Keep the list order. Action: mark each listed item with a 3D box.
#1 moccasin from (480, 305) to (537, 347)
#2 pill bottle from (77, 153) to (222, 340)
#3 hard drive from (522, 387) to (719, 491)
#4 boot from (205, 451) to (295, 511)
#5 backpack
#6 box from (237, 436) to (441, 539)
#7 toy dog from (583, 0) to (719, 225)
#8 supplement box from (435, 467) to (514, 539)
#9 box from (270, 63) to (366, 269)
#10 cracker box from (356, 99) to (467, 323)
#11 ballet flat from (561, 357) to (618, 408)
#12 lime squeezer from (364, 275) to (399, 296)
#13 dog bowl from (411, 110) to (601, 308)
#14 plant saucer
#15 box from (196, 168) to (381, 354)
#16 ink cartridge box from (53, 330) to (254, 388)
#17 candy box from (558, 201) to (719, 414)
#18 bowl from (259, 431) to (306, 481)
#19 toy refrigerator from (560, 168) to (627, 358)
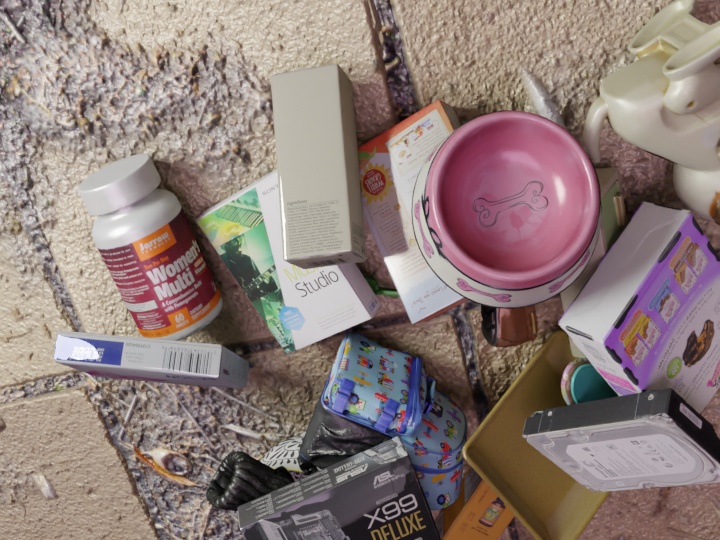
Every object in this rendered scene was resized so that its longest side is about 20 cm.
[{"bbox_3d":[0.175,-0.014,1.106,0.076,0.074,0.205,-9,99,-13],"label":"moccasin"},{"bbox_3d":[-0.246,-0.025,1.139,0.108,0.110,0.203,-15,114,14],"label":"pill bottle"},{"bbox_3d":[0.295,0.193,1.074,0.139,0.038,0.199,39,146,-25],"label":"hard drive"},{"bbox_3d":[-0.116,0.291,1.159,0.156,0.080,0.212,20,137,-15],"label":"boot"},{"bbox_3d":[0.043,0.185,1.163,0.197,0.183,0.136,23,114,2],"label":"backpack"},{"bbox_3d":[-0.016,0.296,1.071,0.197,0.050,0.160,-22,109,-5],"label":"box"},{"bbox_3d":[0.343,-0.137,0.982,0.194,0.140,0.200,-42,114,3],"label":"toy dog"},{"bbox_3d":[0.158,0.314,1.282,0.066,0.069,0.202,25,119,-7],"label":"supplement box"},{"bbox_3d":[-0.044,-0.108,1.036,0.081,0.068,0.204,-6,80,14],"label":"box"},{"bbox_3d":[0.078,-0.062,1.059,0.133,0.058,0.203,-27,80,20],"label":"cracker box"},{"bbox_3d":[0.288,0.142,1.145,0.198,0.071,0.070,18,95,-34],"label":"ballet flat"},{"bbox_3d":[0.000,0.000,1.168,0.198,0.038,0.071,33,85,-8],"label":"lime squeezer"},{"bbox_3d":[0.149,-0.067,0.971,0.196,0.074,0.204,0,81,1],"label":"dog bowl"},{"bbox_3d":[0.229,0.209,1.184,0.200,0.048,0.200,-47,107,-18],"label":"plant saucer"},{"bbox_3d":[-0.085,-0.010,1.138,0.143,0.036,0.202,-24,105,35],"label":"box"},{"bbox_3d":[-0.239,0.114,1.168,0.192,0.200,0.044,4,77,6],"label":"ink cartridge box"},{"bbox_3d":[0.329,0.058,1.055,0.169,0.071,0.200,-52,123,-11],"label":"candy box"},{"bbox_3d":[-0.050,0.268,1.254,0.197,0.095,0.202,10,142,8],"label":"bowl"},{"bbox_3d":[0.265,-0.005,1.089,0.069,0.076,0.203,2,120,36],"label":"toy refrigerator"}]
